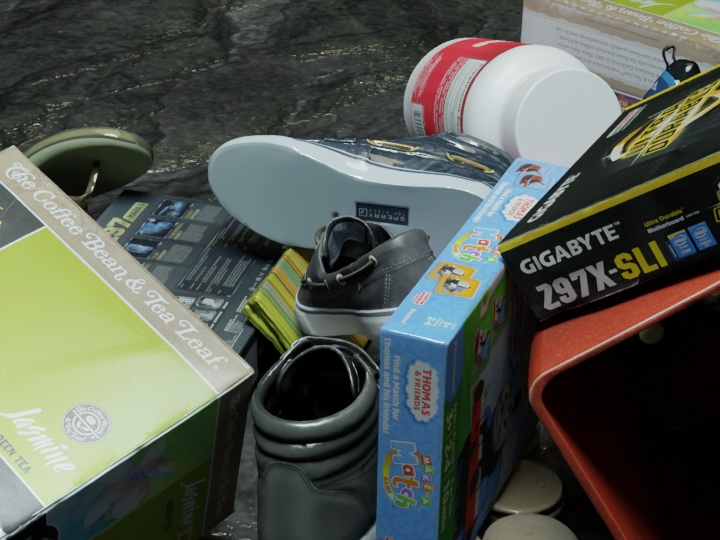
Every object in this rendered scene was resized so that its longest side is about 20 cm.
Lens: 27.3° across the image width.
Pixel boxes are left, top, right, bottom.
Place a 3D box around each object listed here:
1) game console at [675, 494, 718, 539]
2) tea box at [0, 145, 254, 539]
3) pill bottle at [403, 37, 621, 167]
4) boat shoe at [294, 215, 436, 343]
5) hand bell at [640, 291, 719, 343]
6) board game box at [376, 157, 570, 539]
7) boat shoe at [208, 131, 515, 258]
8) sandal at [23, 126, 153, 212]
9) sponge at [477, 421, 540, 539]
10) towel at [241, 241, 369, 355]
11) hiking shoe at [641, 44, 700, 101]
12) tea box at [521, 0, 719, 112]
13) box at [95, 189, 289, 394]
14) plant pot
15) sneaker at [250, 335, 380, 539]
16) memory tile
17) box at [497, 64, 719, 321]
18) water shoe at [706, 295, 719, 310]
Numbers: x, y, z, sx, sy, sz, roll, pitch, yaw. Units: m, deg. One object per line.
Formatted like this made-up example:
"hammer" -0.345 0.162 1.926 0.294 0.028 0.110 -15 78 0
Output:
"game console" 0.266 0.084 0.838 0.119 0.173 0.200 14 19 -36
"tea box" -0.192 0.075 0.749 0.197 0.134 0.200 -32 61 -32
"pill bottle" 0.116 -0.119 1.141 0.112 0.112 0.200 -9 14 -17
"boat shoe" 0.000 0.000 0.859 0.070 0.066 0.200 -21 8 -12
"hand bell" 0.243 -0.021 0.931 0.200 0.104 0.104 -26 19 26
"board game box" 0.060 0.050 0.757 0.037 0.151 0.200 11 31 19
"boat shoe" 0.005 -0.057 0.986 0.200 0.071 0.091 12 28 11
"sandal" -0.235 -0.041 1.065 0.201 0.080 0.057 -26 65 8
"sponge" 0.040 0.140 0.815 0.111 0.030 0.200 5 30 7
"towel" -0.017 0.007 1.012 0.018 0.086 0.200 -31 14 30
"hiking shoe" 0.290 -0.085 1.099 0.200 0.087 0.074 23 14 -22
"tea box" 0.269 -0.174 1.253 0.200 0.134 0.197 25 38 36
"box" -0.126 0.018 1.005 0.158 0.051 0.200 9 31 12
"plant pot" 0.205 0.049 0.761 0.200 0.200 0.176 -29 20 10
"sneaker" 0.002 0.068 0.778 0.071 0.099 0.200 9 28 20
"memory tile" 0.031 0.111 0.820 0.153 0.017 0.200 -3 28 -5
"box" 0.176 -0.060 0.733 0.160 0.049 0.200 -22 12 36
"water shoe" 0.251 -0.015 1.051 0.079 0.072 0.200 -5 30 -20
